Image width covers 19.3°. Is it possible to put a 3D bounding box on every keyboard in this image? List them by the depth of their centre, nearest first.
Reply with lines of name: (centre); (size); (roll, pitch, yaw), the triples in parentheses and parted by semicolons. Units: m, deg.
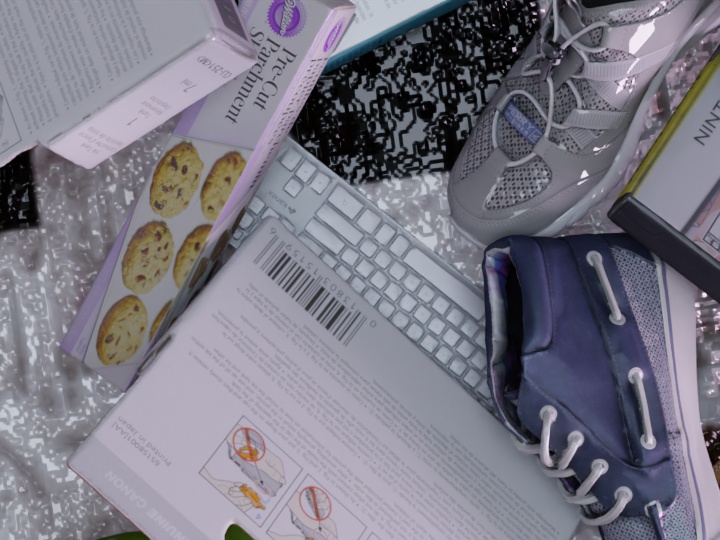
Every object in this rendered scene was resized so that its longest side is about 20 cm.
keyboard: (0.000, 0.000, 0.982); (0.200, 0.011, 0.056); (39, 89, -1)

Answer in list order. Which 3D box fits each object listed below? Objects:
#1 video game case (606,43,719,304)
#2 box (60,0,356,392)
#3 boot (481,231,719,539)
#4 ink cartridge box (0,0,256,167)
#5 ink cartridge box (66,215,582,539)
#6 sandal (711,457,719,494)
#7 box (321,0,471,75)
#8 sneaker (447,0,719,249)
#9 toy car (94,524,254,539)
video game case: (0.234, -0.033, 0.943); (0.200, 0.026, 0.181); (37, 64, -1)
box: (-0.069, -0.040, 0.937); (0.041, 0.039, 0.201); (33, 106, 9)
boot: (0.102, 0.082, 0.928); (0.090, 0.073, 0.201); (0, 75, -27)
ink cartridge box: (-0.157, -0.133, 0.923); (0.173, 0.044, 0.201); (-30, 67, 17)
ink cartridge box: (-0.015, 0.099, 0.911); (0.200, 0.044, 0.174); (42, 49, -4)
sandal: (0.172, 0.099, 0.955); (0.054, 0.082, 0.201); (8, 91, 16)
box: (0.044, -0.166, 0.963); (0.199, 0.049, 0.083); (-26, 90, -1)
sneaker: (0.096, -0.100, 0.932); (0.075, 0.082, 0.200); (41, 100, 35)
toy car: (-0.060, 0.194, 0.887); (0.157, 0.200, 0.165); (-16, 91, -1)
